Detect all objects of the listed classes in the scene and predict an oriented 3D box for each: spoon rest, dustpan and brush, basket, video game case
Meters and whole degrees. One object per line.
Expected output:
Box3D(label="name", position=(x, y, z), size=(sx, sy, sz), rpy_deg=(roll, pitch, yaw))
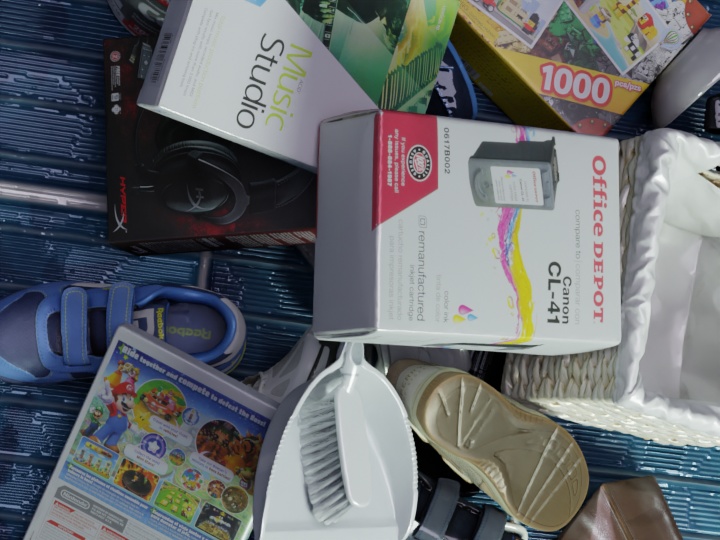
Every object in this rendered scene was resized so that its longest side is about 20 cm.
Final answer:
Box3D(label="spoon rest", position=(0.293, -0.179, 1.749), size=(0.061, 0.099, 0.200), rpy_deg=(41, 101, 1))
Box3D(label="dustpan and brush", position=(-0.012, 0.089, 1.548), size=(0.139, 0.057, 0.202), rpy_deg=(3, 78, -43))
Box3D(label="basket", position=(0.225, 0.019, 1.670), size=(0.197, 0.160, 0.202), rpy_deg=(15, 79, -34))
Box3D(label="video game case", position=(-0.143, 0.157, 1.597), size=(0.142, 0.018, 0.201), rpy_deg=(27, 103, 8))

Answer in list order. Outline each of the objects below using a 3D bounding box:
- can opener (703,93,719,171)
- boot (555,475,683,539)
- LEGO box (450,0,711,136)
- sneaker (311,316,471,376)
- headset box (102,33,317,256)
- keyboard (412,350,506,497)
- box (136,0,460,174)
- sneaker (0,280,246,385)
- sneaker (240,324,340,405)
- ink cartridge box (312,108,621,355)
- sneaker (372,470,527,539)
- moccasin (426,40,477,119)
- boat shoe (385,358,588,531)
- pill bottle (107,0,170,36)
Box3D(label="can opener", position=(0.346, -0.093, 1.767), size=(0.199, 0.063, 0.079), rpy_deg=(3, 96, -32))
Box3D(label="boot", position=(0.185, 0.267, 1.701), size=(0.186, 0.064, 0.201), rpy_deg=(-30, 94, -29))
Box3D(label="LEGO box", position=(0.139, -0.205, 1.748), size=(0.200, 0.077, 0.149), rpy_deg=(44, 74, -5))
Box3D(label="sneaker", position=(0.000, 0.000, 1.688), size=(0.099, 0.078, 0.201), rpy_deg=(-26, 81, 0))
Box3D(label="headset box", position=(-0.077, -0.093, 1.641), size=(0.198, 0.077, 0.150), rpy_deg=(-3, 83, 12))
Box3D(label="keyboard", position=(0.092, 0.076, 1.727), size=(0.103, 0.040, 0.201), rpy_deg=(17, 76, 9))
Box3D(label="box", position=(-0.038, -0.145, 1.534), size=(0.199, 0.036, 0.146), rpy_deg=(19, 88, -34))
Box3D(label="sneaker", position=(-0.174, 0.041, 1.633), size=(0.198, 0.082, 0.075), rpy_deg=(-3, 84, -13))
Box3D(label="sneaker", position=(-0.101, 0.105, 1.621), size=(0.115, 0.076, 0.201), rpy_deg=(32, 103, -2))
Box3D(label="ink cartridge box", position=(0.072, -0.023, 1.539), size=(0.199, 0.085, 0.149), rpy_deg=(3, 83, -30))
Box3D(label="sneaker", position=(0.068, 0.191, 1.646), size=(0.200, 0.079, 0.079), rpy_deg=(47, 43, -24))
Box3D(label="moccasin", position=(0.004, -0.175, 1.716), size=(0.068, 0.081, 0.200), rpy_deg=(-34, 78, -30))
Box3D(label="boat shoe", position=(0.091, 0.120, 1.646), size=(0.200, 0.065, 0.072), rpy_deg=(38, 84, -41))
Box3D(label="pill bottle", position=(-0.114, -0.230, 1.624), size=(0.113, 0.200, 0.115), rpy_deg=(2, 82, -13))
